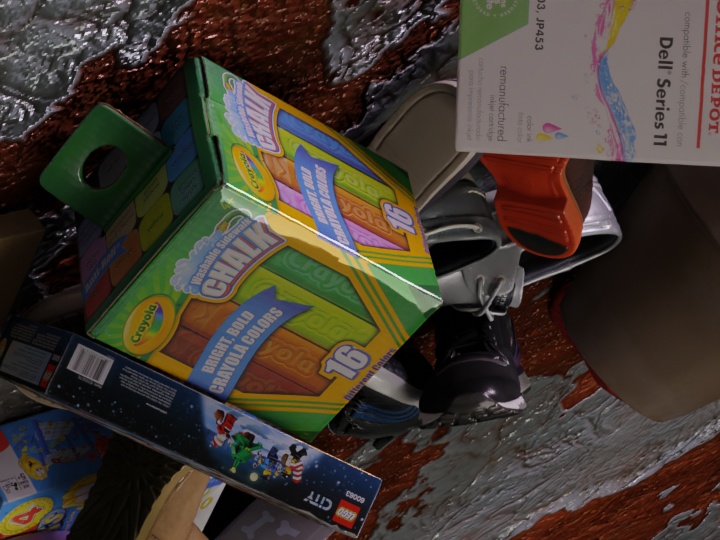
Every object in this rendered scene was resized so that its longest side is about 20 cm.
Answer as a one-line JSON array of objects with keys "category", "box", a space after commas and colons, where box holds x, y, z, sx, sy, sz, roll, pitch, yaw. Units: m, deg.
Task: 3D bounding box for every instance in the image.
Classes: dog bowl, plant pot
[{"category": "dog bowl", "box": [-0.084, 0.223, 1.834, 0.200, 0.059, 0.200, -44, 173, -7]}, {"category": "plant pot", "box": [0.243, 0.012, 1.759, 0.174, 0.200, 0.200, -43, 154, 18]}]

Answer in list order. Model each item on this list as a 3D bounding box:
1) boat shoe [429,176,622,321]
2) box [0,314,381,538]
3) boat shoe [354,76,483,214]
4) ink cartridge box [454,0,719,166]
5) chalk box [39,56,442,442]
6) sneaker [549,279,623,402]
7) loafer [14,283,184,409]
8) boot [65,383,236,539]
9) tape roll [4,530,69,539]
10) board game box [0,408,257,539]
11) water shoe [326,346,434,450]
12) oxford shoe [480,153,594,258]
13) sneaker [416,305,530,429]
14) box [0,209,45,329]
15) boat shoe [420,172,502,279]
[{"category": "boat shoe", "box": [0.090, -0.007, 1.686, 0.201, 0.072, 0.070, -24, 153, -21]}, {"category": "box", "box": [-0.102, 0.087, 1.404, 0.200, 0.137, 0.038, 27, 82, -21]}, {"category": "boat shoe", "box": [0.013, -0.049, 1.517, 0.200, 0.073, 0.063, -40, 174, 31]}, {"category": "ink cartridge box", "box": [0.156, -0.122, 1.386, 0.067, 0.200, 0.117, -62, 154, -73]}, {"category": "chalk box", "box": [-0.076, -0.020, 1.354, 0.200, 0.124, 0.125, 27, 120, -29]}, {"category": "sneaker", "box": [0.218, 0.024, 1.936, 0.116, 0.078, 0.200, -51, 155, -11]}, {"category": "loafer", "box": [-0.118, 0.027, 1.493, 0.200, 0.068, 0.076, -14, 116, -9]}, {"category": "boot", "box": [-0.107, 0.175, 1.602, 0.175, 0.066, 0.200, -56, 145, -18]}, {"category": "tape roll", "box": [-0.245, 0.256, 1.619, 0.200, 0.066, 0.200, -27, 154, -15]}, {"category": "board game box", "box": [-0.189, 0.161, 1.662, 0.196, 0.056, 0.200, -17, 150, -34]}, {"category": "water shoe", "box": [0.003, 0.088, 1.749, 0.079, 0.072, 0.200, -40, 155, 8]}, {"category": "oxford shoe", "box": [0.114, -0.093, 1.598, 0.200, 0.071, 0.073, 77, 33, -55]}, {"category": "sneaker", "box": [0.072, 0.056, 1.716, 0.076, 0.088, 0.200, -10, -176, 6]}, {"category": "box", "box": [-0.283, 0.040, 1.369, 0.200, 0.021, 0.164, -14, 148, -38]}, {"category": "boat shoe", "box": [0.000, 0.000, 1.600, 0.200, 0.062, 0.073, -27, 155, -17]}]
